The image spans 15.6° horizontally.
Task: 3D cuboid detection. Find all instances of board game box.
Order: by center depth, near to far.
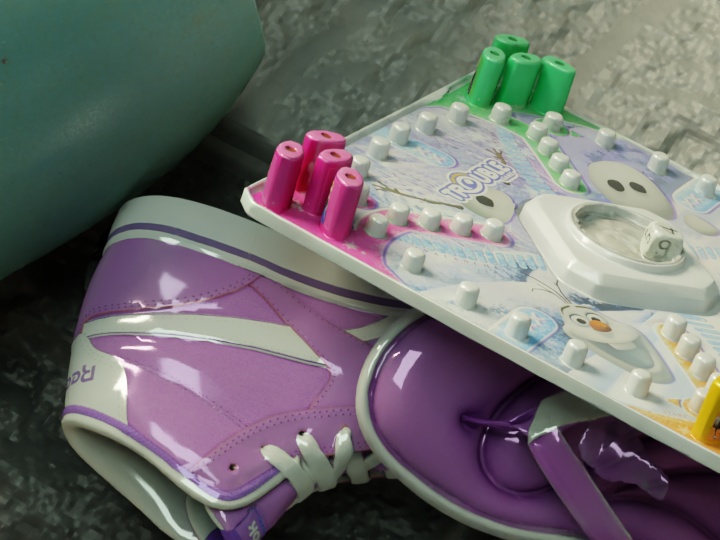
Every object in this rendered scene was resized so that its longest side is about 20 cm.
[{"bbox_3d":[0.089,-0.012,0.884,0.199,0.026,0.200,29,27,17],"label":"board game box"}]

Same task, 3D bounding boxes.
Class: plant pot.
[{"bbox_3d":[-0.129,-0.101,0.911,0.160,0.201,0.201,-24,63,-6],"label":"plant pot"}]

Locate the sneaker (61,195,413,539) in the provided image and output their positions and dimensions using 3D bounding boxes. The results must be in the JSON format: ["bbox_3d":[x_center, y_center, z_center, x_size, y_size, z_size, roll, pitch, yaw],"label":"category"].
[{"bbox_3d":[-0.003,0.058,0.885,0.200,0.073,0.115,15,58,0],"label":"sneaker"}]

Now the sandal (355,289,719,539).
[{"bbox_3d":[0.097,0.061,0.854,0.202,0.050,0.083,23,81,-15],"label":"sandal"}]

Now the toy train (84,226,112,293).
[{"bbox_3d":[0.000,0.000,0.951,0.199,0.034,0.046,1,50,5],"label":"toy train"}]
